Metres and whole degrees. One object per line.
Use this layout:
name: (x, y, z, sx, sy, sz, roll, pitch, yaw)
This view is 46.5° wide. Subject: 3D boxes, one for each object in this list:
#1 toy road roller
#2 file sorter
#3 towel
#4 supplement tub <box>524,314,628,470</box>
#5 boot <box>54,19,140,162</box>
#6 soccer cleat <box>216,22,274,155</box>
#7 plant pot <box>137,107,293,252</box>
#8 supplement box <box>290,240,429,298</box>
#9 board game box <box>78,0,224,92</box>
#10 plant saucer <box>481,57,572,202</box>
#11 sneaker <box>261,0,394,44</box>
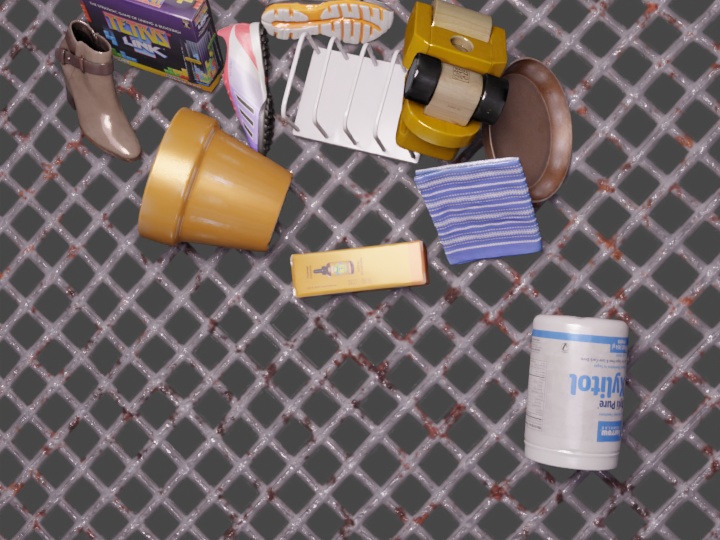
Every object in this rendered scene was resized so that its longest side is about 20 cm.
toy road roller: (0.107, -0.238, 1.090, 0.123, 0.146, 0.200, 15, 50, -9)
file sorter: (0.000, -0.255, 1.223, 0.200, 0.125, 0.139, 15, 89, 10)
towel: (0.167, -0.077, 1.161, 0.145, 0.200, 0.024, -7, 53, 19)
supplement tub: (0.298, 0.164, 1.159, 0.132, 0.132, 0.200, 3, 88, 10)
boot: (-0.401, -0.281, 1.292, 0.200, 0.070, 0.146, 42, 138, 15)
soccer cleat: (-0.173, -0.273, 1.275, 0.073, 0.068, 0.200, -2, 103, 5)
plant pot: (-0.205, -0.115, 1.236, 0.183, 0.200, 0.200, 19, 91, -5)
supplement box: (0.000, 0.000, 1.250, 0.200, 0.069, 0.067, -6, 86, 8)
board game box: (-0.315, -0.367, 1.265, 0.200, 0.165, 0.057, 20, 68, 10)
plant saucer: (0.230, -0.195, 1.174, 0.034, 0.200, 0.200, 2, 88, 45)
sneaker: (-0.048, -0.399, 1.272, 0.200, 0.078, 0.077, 4, 57, -1)
